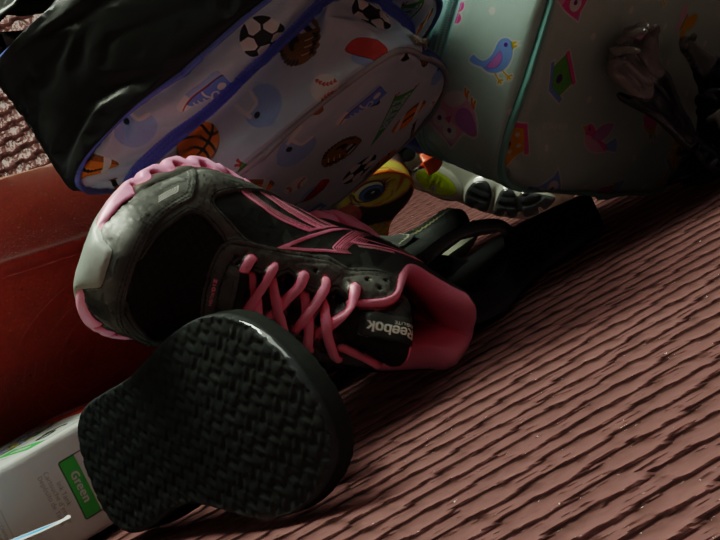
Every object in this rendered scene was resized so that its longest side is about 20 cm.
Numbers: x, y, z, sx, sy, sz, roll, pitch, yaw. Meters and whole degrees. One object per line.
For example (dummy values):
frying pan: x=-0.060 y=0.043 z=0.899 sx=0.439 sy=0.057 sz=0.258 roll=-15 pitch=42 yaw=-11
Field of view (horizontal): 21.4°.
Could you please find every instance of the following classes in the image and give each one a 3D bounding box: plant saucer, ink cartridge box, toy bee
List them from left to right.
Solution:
ink cartridge box: x=-0.135 y=0.093 z=0.885 sx=0.200 sy=0.050 sz=0.109 roll=-31 pitch=6 yaw=-36
plant saucer: x=-0.139 y=0.034 z=0.955 sx=0.199 sy=0.037 sz=0.201 roll=-20 pitch=-43 yaw=-40
toy bee: x=-0.004 y=-0.033 z=1.102 sx=0.108 sy=0.131 sz=0.200 roll=-18 pitch=-13 yaw=-10

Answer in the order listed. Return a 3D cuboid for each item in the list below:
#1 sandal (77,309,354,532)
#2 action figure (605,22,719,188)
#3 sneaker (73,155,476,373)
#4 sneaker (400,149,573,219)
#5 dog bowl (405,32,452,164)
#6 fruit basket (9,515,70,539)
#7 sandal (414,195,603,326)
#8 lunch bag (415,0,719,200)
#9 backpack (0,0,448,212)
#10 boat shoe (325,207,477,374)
sandal: x=-0.051 y=0.055 z=0.721 sx=0.048 sy=0.076 sz=0.200 roll=-18 pitch=-1 yaw=-31
action figure: x=0.189 y=-0.100 z=0.913 sx=0.119 sy=0.102 sz=0.200 roll=-39 pitch=8 yaw=-6
sneaker: x=-0.025 y=0.009 z=0.766 sx=0.095 sy=0.079 sz=0.200 roll=25 pitch=11 yaw=37
sneaker: x=0.045 y=-0.082 z=1.227 sx=0.078 sy=0.199 sz=0.080 roll=-68 pitch=-15 yaw=10
dog bowl: x=0.064 y=-0.157 z=1.018 sx=0.079 sy=0.201 sz=0.200 roll=24 pitch=39 yaw=34
fruit basket: x=-0.226 y=0.136 z=0.697 sx=0.185 sy=0.094 sz=0.200 roll=-25 pitch=2 yaw=20
sandal: x=0.053 y=-0.003 z=0.945 sx=0.076 sy=0.043 sz=0.200 roll=-24 pitch=6 yaw=34
lunch bag: x=0.117 y=-0.121 z=0.974 sx=0.077 sy=0.161 sz=0.200 roll=23 pitch=15 yaw=34
backpack: x=-0.046 y=-0.102 z=0.863 sx=0.200 sy=0.154 sz=0.190 roll=-34 pitch=-4 yaw=17
boat shoe: x=0.000 y=0.000 z=0.998 sx=0.200 sy=0.068 sz=0.072 roll=-30 pitch=-17 yaw=-51
